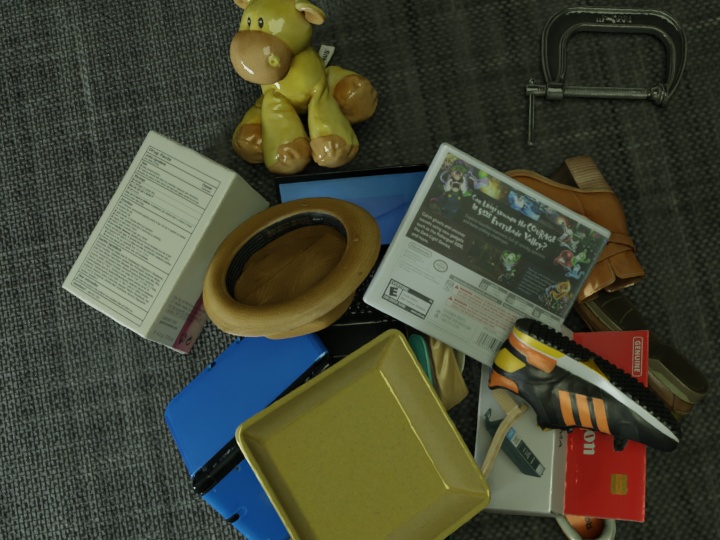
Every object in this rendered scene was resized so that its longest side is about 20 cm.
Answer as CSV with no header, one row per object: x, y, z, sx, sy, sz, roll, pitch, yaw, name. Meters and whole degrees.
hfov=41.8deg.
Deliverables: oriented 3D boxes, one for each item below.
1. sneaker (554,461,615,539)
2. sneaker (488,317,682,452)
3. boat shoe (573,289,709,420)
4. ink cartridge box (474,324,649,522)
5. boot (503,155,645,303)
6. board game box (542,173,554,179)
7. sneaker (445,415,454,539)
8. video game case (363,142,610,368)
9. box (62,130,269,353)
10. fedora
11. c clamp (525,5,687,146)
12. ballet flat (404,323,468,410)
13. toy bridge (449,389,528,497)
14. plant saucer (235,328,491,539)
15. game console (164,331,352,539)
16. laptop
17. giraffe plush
0.224,0.213,1.036,0.078,0.079,0.202,-28,82,0,sneaker
0.223,0.134,0.952,0.199,0.070,0.091,33,109,6,sneaker
0.289,0.085,1.049,0.200,0.071,0.068,51,129,24,boat shoe
0.210,0.156,0.995,0.174,0.045,0.203,-5,69,33,ink cartridge box
0.203,-0.031,1.031,0.198,0.077,0.157,-14,71,-19,boot
0.182,-0.055,1.087,0.197,0.023,0.106,-5,85,-5,board game box
0.076,0.251,1.033,0.070,0.080,0.203,4,83,6,sneaker
0.130,-0.005,0.975,0.198,0.023,0.183,27,98,-5,video game case
-0.213,-0.029,1.051,0.127,0.109,0.201,27,84,21,box
-0.066,0.010,0.987,0.198,0.082,0.202,-12,43,11,fedora
0.289,-0.232,1.116,0.197,0.027,0.173,-3,78,3,c clamp
0.077,0.056,1.035,0.062,0.068,0.203,-16,103,-25,ballet flat
0.097,0.204,0.988,0.199,0.027,0.067,-39,61,3,toy bridge
0.001,0.191,0.923,0.199,0.048,0.201,-30,90,-23,plant saucer
-0.089,0.164,1.021,0.200,0.118,0.171,-42,107,5,game console
0.000,0.000,1.054,0.175,0.103,0.203,-5,74,2,laptop
-0.079,-0.227,1.026,0.170,0.163,0.202,-5,57,15,giraffe plush
